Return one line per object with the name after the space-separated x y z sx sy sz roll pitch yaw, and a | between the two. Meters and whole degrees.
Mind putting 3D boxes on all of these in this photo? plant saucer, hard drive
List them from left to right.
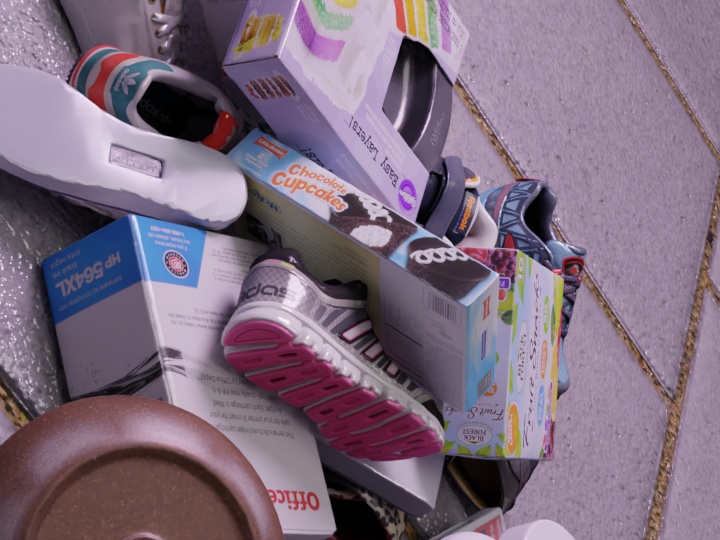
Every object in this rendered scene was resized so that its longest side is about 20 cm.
-0.125 0.166 1.055 0.200 0.037 0.201 5 78 -25 | plant saucer
0.014 0.055 1.343 0.132 0.026 0.201 33 50 -23 | hard drive

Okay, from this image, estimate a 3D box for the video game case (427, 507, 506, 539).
0.075 0.260 1.388 0.200 0.017 0.144 -12 90 -65 | video game case

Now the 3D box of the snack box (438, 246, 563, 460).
0.105 0.065 1.385 0.200 0.053 0.143 23 69 -73 | snack box

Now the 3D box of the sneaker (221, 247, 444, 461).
-0.010 0.052 1.221 0.200 0.074 0.088 38 43 -38 | sneaker

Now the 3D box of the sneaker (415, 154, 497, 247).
0.040 -0.061 1.434 0.200 0.079 0.079 28 83 -57 | sneaker

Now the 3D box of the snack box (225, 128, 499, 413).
0.000 0.000 1.250 0.037 0.200 0.116 -44 152 -28 | snack box

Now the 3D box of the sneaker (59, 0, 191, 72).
-0.145 -0.163 1.321 0.201 0.084 0.073 62 28 -11 | sneaker

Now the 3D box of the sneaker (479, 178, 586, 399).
0.152 0.011 1.662 0.079 0.095 0.201 11 59 -55 | sneaker

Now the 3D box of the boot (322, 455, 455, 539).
-0.010 0.095 1.362 0.204 0.073 0.154 55 34 -16 | boot

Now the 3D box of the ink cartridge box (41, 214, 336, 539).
-0.106 0.080 1.201 0.146 0.084 0.201 14 58 -55 | ink cartridge box

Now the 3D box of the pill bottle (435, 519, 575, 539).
0.046 0.233 1.218 0.116 0.199 0.116 38 40 -40 | pill bottle

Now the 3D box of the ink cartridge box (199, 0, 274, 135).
-0.056 -0.198 1.413 0.146 0.087 0.200 -80 160 -45 | ink cartridge box

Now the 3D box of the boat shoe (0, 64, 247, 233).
-0.173 -0.067 1.218 0.199 0.070 0.071 18 60 -21 | boat shoe

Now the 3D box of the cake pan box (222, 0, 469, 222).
-0.003 -0.147 1.303 0.200 0.052 0.185 52 46 -42 | cake pan box

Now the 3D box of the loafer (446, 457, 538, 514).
0.073 0.107 1.490 0.200 0.073 0.072 50 37 -23 | loafer

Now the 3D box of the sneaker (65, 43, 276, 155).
-0.100 -0.082 1.285 0.199 0.093 0.071 33 83 -35 | sneaker
